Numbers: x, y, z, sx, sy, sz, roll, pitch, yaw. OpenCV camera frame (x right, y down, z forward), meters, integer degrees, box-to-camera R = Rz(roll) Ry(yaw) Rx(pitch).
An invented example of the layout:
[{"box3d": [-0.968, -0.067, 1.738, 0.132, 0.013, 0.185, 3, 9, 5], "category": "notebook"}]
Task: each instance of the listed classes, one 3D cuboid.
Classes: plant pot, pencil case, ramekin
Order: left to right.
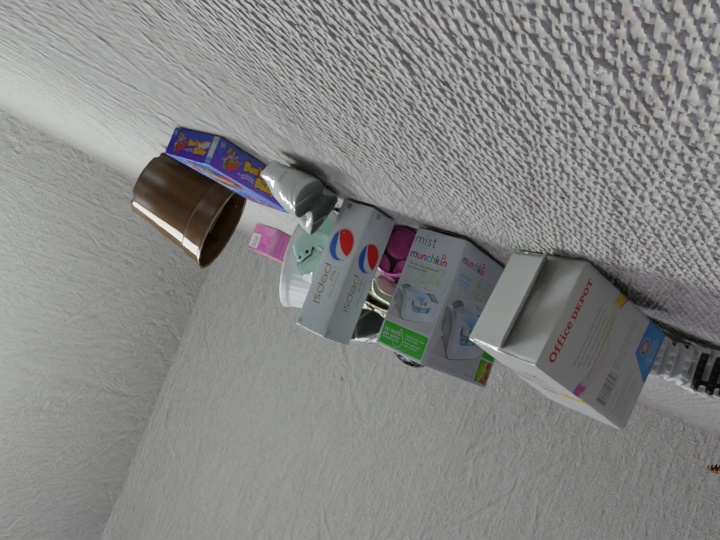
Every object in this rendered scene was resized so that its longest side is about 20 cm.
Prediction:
[{"box3d": [-0.381, -0.144, 1.348, 0.195, 0.204, 0.200, 30, 177, 3], "category": "plant pot"}, {"box3d": [-0.101, -0.009, 1.355, 0.095, 0.207, 0.200, 14, 175, 8], "category": "ramekin"}, {"box3d": [0.101, -0.002, 1.014, 0.092, 0.093, 0.199, 11, 168, 34], "category": "pencil case"}]

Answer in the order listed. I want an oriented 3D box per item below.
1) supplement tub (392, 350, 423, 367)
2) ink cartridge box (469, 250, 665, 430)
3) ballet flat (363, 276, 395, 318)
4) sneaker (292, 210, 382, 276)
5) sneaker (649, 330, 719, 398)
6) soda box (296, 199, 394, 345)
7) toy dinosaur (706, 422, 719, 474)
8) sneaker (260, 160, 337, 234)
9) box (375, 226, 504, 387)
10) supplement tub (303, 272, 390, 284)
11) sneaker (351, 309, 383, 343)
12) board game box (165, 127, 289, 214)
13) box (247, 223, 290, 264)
[{"box3d": [0.148, 0.095, 1.188, 0.120, 0.125, 0.200, 24, 138, -21], "category": "supplement tub"}, {"box3d": [0.240, 0.074, 0.732, 0.198, 0.131, 0.124, 35, 171, -26], "category": "ink cartridge box"}, {"box3d": [0.033, 0.038, 1.029, 0.198, 0.067, 0.076, 27, 152, 53], "category": "ballet flat"}, {"box3d": [-0.044, -0.017, 1.046, 0.074, 0.118, 0.200, 47, 177, -42], "category": "sneaker"}, {"box3d": [0.403, 0.110, 0.841, 0.195, 0.077, 0.081, 26, -172, 7], "category": "sneaker"}, {"box3d": [-0.022, 0.003, 0.929, 0.067, 0.205, 0.063, 19, 177, 41], "category": "soda box"}, {"box3d": [0.799, 0.359, 1.225, 0.195, 0.139, 0.102, -19, 170, -16], "category": "toy dinosaur"}, {"box3d": [-0.086, -0.112, 0.891, 0.080, 0.071, 0.200, 38, 176, 12], "category": "sneaker"}, {"box3d": [0.136, 0.059, 0.911, 0.095, 0.181, 0.198, 19, 174, 41], "category": "box"}, {"box3d": [0.000, 0.000, 1.192, 0.195, 0.148, 0.145, 23, 176, 4], "category": "supplement tub"}, {"box3d": [0.044, 0.111, 1.106, 0.195, 0.072, 0.080, 0, 149, 35], "category": "sneaker"}, {"box3d": [-0.200, -0.159, 1.001, 0.132, 0.046, 0.198, 21, 175, 39], "category": "board game box"}, {"box3d": [-0.284, -0.079, 2.234, 0.197, 0.099, 0.174, 25, 176, -36], "category": "box"}]
